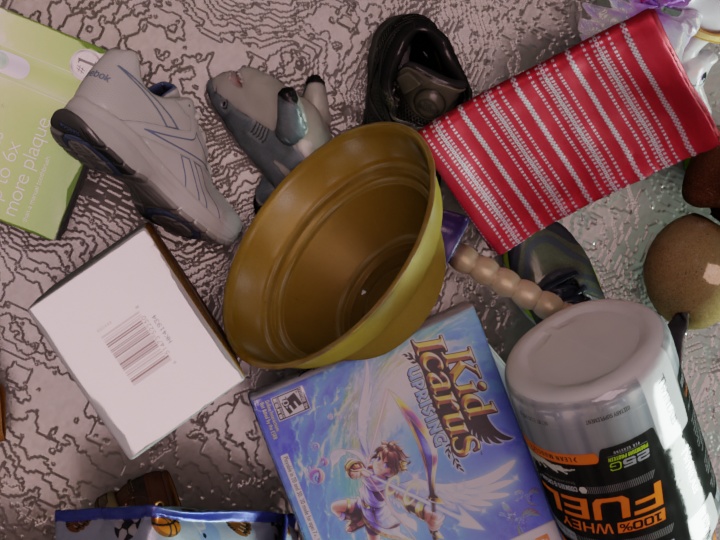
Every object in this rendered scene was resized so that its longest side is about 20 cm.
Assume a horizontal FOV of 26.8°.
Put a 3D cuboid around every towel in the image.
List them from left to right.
[{"bbox_3d":[0.156,-0.098,1.123,0.198,0.023,0.145,-26,131,14],"label":"towel"}]

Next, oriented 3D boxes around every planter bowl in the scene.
[{"bbox_3d":[0.000,0.000,1.079,0.083,0.200,0.201,37,87,-35],"label":"planter bowl"}]

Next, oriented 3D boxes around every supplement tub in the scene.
[{"bbox_3d":[0.187,0.133,1.085,0.122,0.123,0.202,-27,118,-6],"label":"supplement tub"}]

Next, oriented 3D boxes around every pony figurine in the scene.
[{"bbox_3d":[0.244,-0.217,1.162,0.191,0.167,0.201,20,122,-25],"label":"pony figurine"}]

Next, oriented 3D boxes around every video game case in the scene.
[{"bbox_3d":[0.035,0.151,1.123,0.179,0.045,0.202,-22,95,-6],"label":"video game case"}]

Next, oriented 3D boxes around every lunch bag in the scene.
[{"bbox_3d":[-0.113,0.254,1.078,0.123,0.199,0.172,-6,75,35],"label":"lunch bag"}]

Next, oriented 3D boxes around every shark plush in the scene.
[{"bbox_3d":[-0.051,-0.068,1.192,0.082,0.091,0.202,-17,111,17],"label":"shark plush"}]

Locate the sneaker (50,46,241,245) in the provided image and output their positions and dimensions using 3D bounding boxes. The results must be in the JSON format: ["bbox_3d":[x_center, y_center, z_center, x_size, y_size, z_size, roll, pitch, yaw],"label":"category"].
[{"bbox_3d":[-0.140,-0.085,1.119,0.088,0.074,0.200,-63,143,-17],"label":"sneaker"}]

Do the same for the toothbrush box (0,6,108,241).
[{"bbox_3d":[-0.292,-0.125,1.127,0.198,0.086,0.147,22,89,-7],"label":"toothbrush box"}]

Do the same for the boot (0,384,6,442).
[{"bbox_3d":[-0.340,0.131,1.137,0.142,0.071,0.204,2,87,-5],"label":"boot"}]

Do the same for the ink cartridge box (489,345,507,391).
[{"bbox_3d":[0.091,0.165,1.196,0.144,0.084,0.201,-40,97,-5],"label":"ink cartridge box"}]

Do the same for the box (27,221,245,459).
[{"bbox_3d":[-0.159,0.043,1.095,0.097,0.200,0.125,-34,97,-5],"label":"box"}]

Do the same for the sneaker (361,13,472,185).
[{"bbox_3d":[0.037,-0.097,1.163,0.075,0.114,0.202,5,96,-8],"label":"sneaker"}]

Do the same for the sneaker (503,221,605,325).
[{"bbox_3d":[0.180,0.046,1.205,0.073,0.081,0.201,-30,96,-6],"label":"sneaker"}]

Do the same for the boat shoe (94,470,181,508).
[{"bbox_3d":[-0.129,0.248,1.174,0.067,0.072,0.201,-31,94,-4],"label":"boat shoe"}]

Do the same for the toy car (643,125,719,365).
[{"bbox_3d":[0.287,0.004,1.187,0.157,0.164,0.201,34,97,-8],"label":"toy car"}]

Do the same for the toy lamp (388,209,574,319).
[{"bbox_3d":[0.115,0.011,1.144,0.198,0.058,0.059,30,88,0],"label":"toy lamp"}]
